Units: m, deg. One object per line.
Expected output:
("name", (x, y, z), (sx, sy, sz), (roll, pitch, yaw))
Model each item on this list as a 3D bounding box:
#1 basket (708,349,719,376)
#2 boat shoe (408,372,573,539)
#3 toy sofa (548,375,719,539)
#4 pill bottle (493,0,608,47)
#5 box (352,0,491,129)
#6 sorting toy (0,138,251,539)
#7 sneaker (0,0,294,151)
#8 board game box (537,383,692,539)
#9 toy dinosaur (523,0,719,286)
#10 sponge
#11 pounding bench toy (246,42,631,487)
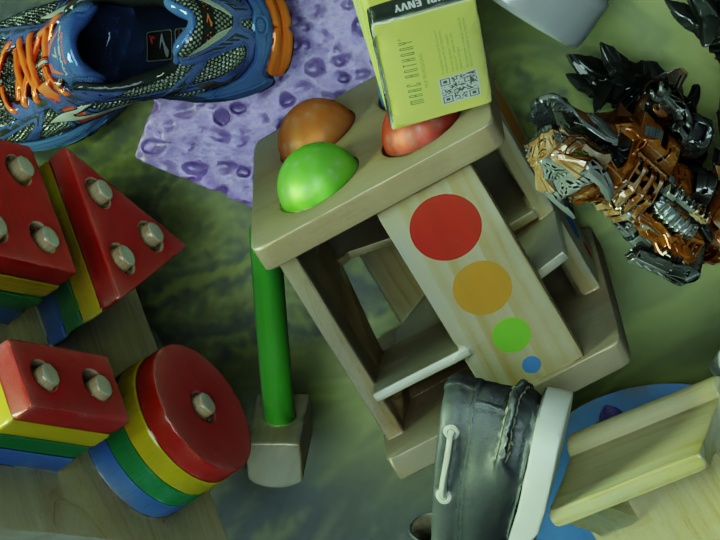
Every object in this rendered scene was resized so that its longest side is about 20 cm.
("basket", (0.269, 0.024, 1.293), (0.200, 0.123, 0.136), (-43, 88, -6))
("boat shoe", (0.051, 0.126, 1.293), (0.060, 0.074, 0.201), (16, 135, 6))
("toy sofa", (0.176, 0.147, 1.286), (0.083, 0.098, 0.201), (-24, 108, 28))
("pill bottle", (0.122, -0.212, 1.311), (0.119, 0.120, 0.201), (34, 101, 3))
("box", (0.010, -0.165, 1.272), (0.050, 0.075, 0.201), (-15, 52, -1))
("sorting toy", (-0.139, 0.028, 1.302), (0.069, 0.198, 0.201), (-34, 65, 25))
("sneaker", (-0.133, -0.108, 1.366), (0.199, 0.078, 0.076), (-15, 81, 28))
("board game box", (0.154, 0.157, 1.387), (0.157, 0.039, 0.201), (-13, 88, -10))
("toy dinosaur", (0.150, -0.048, 1.313), (0.102, 0.200, 0.137), (-17, 60, 23))
("sponge", (-0.029, -0.129, 1.389), (0.111, 0.030, 0.201), (21, 100, 7))
("pounding bench toy", (0.000, 0.000, 1.327), (0.199, 0.124, 0.156), (-28, 114, 11))
